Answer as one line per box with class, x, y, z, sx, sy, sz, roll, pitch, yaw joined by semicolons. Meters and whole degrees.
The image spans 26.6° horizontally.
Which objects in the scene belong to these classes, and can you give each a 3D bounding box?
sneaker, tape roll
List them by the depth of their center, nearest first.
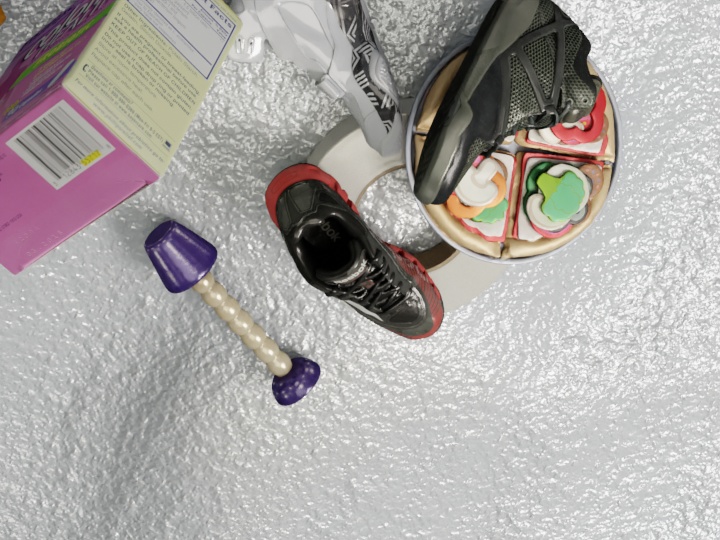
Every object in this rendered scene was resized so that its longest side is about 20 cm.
sneaker;0.122;-0.124;1.210;0.114;0.076;0.199;31;73;-6
sneaker;-0.042;-0.173;1.228;0.115;0.075;0.200;-20;104;6
sneaker;0.000;0.000;1.274;0.071;0.098;0.200;-40;115;12
tape roll;0.044;-0.051;1.328;0.203;0.037;0.203;-2;117;-5

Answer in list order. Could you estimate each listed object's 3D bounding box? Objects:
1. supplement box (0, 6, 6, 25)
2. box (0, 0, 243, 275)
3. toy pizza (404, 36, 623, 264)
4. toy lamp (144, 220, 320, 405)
supplement box;-0.389;-0.169;1.170;0.200;0.074;0.126;-44;143;14
box;-0.205;-0.124;1.139;0.176;0.200;0.097;-28;117;36
toy pizza;0.134;-0.103;1.277;0.200;0.032;0.200;-3;99;-18
toy lamp;-0.113;0.035;1.343;0.058;0.058;0.200;-37;117;12
